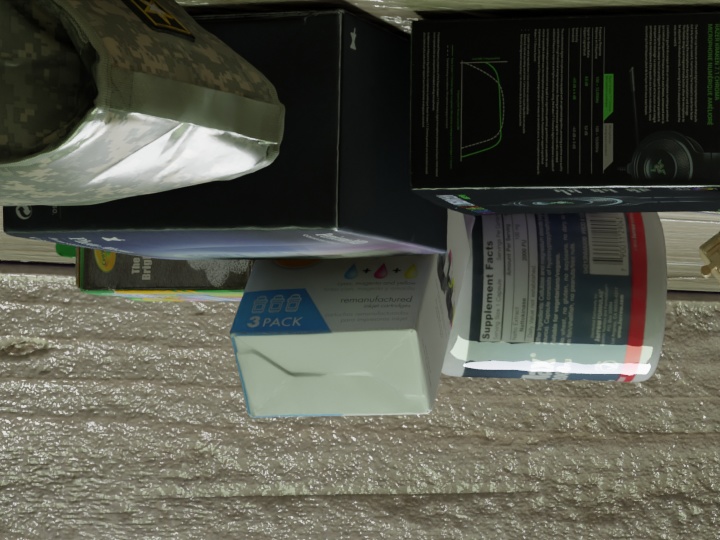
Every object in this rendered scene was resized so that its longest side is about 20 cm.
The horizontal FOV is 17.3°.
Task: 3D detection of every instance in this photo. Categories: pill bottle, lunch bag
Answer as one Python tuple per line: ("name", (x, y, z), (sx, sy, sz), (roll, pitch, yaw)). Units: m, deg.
("pill bottle", (0.097, 0.012, 1.570), (0.198, 0.121, 0.120), (2, 176, -3))
("lunch bag", (-0.150, -0.088, 1.091), (0.198, 0.119, 0.164), (5, 178, 27))

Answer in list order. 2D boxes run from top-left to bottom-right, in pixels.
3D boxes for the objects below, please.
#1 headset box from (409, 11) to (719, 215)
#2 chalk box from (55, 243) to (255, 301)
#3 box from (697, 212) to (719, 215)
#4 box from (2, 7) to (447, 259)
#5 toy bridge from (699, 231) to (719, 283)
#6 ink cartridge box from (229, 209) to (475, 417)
("headset box", (0.141, -0.082, 1.287), (0.198, 0.094, 0.174), (0, 177, 14))
("chalk box", (-0.140, -0.040, 1.811), (0.198, 0.126, 0.124), (1, 176, 25))
("box", (0.237, -0.068, 1.708), (0.198, 0.050, 0.161), (7, -178, 27))
("box", (-0.069, -0.070, 1.321), (0.197, 0.125, 0.200), (-1, 177, 20))
("toy bridge", (0.253, -0.059, 1.204), (0.199, 0.027, 0.067), (-38, 166, 1))
("ink cartridge box", (0.000, 0.000, 1.444), (0.114, 0.068, 0.201), (-2, -144, 14))
